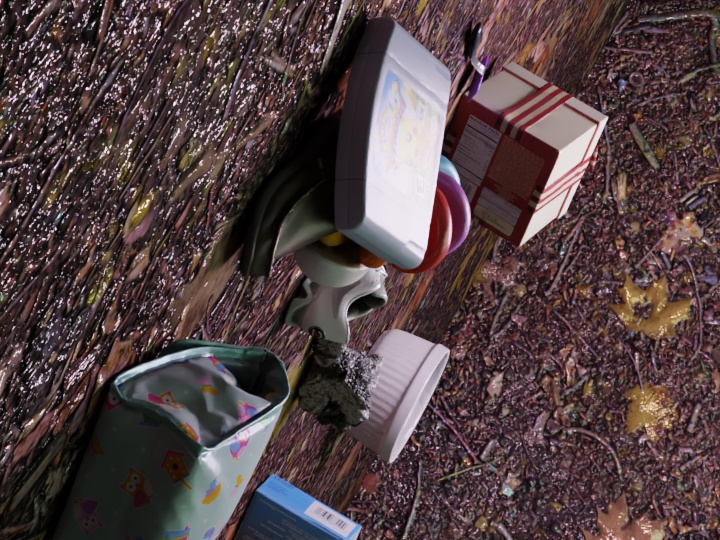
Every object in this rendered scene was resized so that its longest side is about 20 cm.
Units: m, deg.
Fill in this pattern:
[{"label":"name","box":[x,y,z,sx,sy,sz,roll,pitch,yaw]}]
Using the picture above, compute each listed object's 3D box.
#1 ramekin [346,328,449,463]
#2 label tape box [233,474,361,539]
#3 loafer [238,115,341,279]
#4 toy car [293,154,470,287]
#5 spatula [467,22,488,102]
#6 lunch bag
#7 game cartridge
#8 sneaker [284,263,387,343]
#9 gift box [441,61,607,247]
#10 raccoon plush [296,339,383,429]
[{"label":"ramekin","box":[0.048,0.187,2.602,0.202,0.104,0.200,-60,171,-16]},{"label":"label tape box","box":[-0.104,0.396,2.230,0.202,0.142,0.066,-66,169,23]},{"label":"loafer","box":[-0.041,-0.062,1.477,0.201,0.070,0.073,-55,169,-38]},{"label":"toy car","box":[0.036,-0.066,1.645,0.176,0.149,0.200,-67,170,25]},{"label":"spatula","box":[0.144,-0.263,2.080,0.200,0.020,0.057,72,34,-74]},{"label":"lunch bag","box":[-0.146,0.156,1.379,0.200,0.121,0.172,-30,147,-63]},{"label":"game cartridge","box":[0.028,-0.117,1.503,0.133,0.040,0.203,28,66,-52]},{"label":"sneaker","box":[0.000,0.000,1.847,0.201,0.088,0.074,-59,169,-27]},{"label":"gift box","box":[0.207,-0.156,2.293,0.186,0.184,0.201,-35,157,-51]},{"label":"raccoon plush","box":[-0.008,0.106,2.121,0.135,0.096,0.201,-64,175,-48]}]
